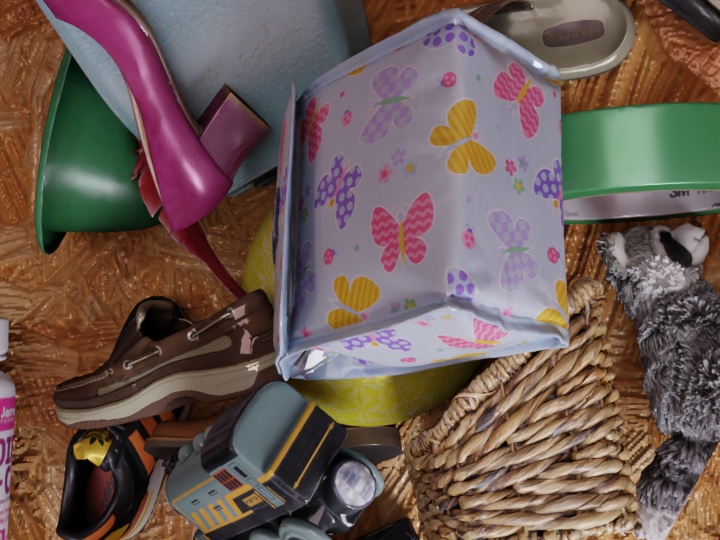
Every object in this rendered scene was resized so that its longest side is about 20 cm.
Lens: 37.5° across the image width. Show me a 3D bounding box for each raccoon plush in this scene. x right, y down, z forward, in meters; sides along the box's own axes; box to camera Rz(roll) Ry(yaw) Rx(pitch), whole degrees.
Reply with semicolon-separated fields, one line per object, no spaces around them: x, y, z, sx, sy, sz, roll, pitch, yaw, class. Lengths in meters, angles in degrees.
0.193;0.062;0.718;0.133;0.097;0.201;29;77;19;raccoon plush

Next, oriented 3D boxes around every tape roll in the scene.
0.176;-0.064;0.688;0.197;0.200;0.049;-4;86;14;tape roll

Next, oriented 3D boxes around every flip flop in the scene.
0.103;-0.165;0.786;0.197;0.058;0.083;-8;85;14;flip flop

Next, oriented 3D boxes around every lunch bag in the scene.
0.013;-0.029;0.619;0.199;0.126;0.173;-15;66;48;lunch bag

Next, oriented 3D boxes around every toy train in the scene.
-0.066;0.145;0.710;0.114;0.200;0.086;42;56;-8;toy train

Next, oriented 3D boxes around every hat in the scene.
-0.147;-0.072;0.821;0.173;0.166;0.203;10;78;-6;hat

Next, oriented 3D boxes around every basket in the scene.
0.095;0.093;0.698;0.140;0.200;0.152;-11;86;8;basket

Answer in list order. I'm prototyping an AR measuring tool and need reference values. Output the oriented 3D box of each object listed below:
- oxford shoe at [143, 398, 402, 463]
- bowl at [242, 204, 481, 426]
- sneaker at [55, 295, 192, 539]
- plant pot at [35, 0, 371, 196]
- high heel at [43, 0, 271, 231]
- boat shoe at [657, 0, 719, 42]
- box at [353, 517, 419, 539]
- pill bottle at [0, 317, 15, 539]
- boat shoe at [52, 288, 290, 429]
-0.068;0.115;0.814;0.196;0.072;0.072;-5;66;3;oxford shoe
0.000;0.000;0.753;0.197;0.108;0.203;-3;71;9;bowl
-0.184;0.120;0.827;0.069;0.090;0.203;16;91;15;sneaker
-0.087;-0.170;0.775;0.194;0.196;0.202;-28;95;11;plant pot
-0.156;-0.115;0.663;0.199;0.067;0.096;40;96;-16;high heel
0.192;-0.232;0.767;0.201;0.074;0.063;42;124;6;boat shoe
0.008;0.303;0.754;0.131;0.115;0.202;-26;80;12;box
-0.338;0.138;0.854;0.111;0.113;0.204;2;88;14;pill bottle
-0.137;0.057;0.743;0.200;0.075;0.076;-15;97;23;boat shoe
